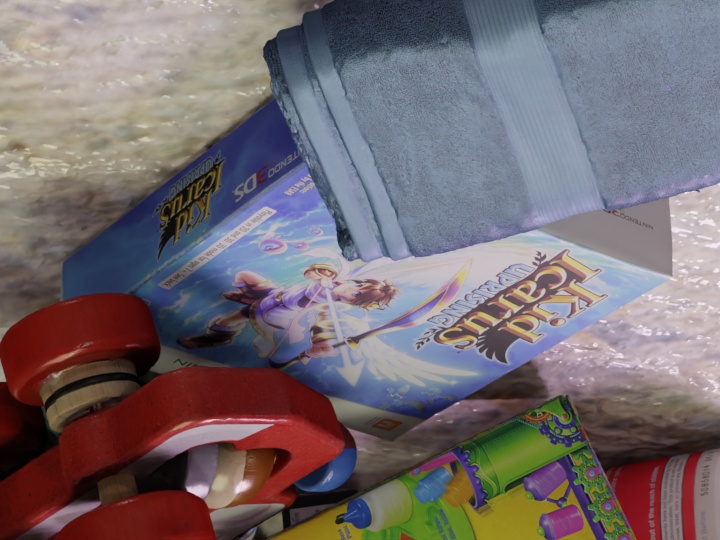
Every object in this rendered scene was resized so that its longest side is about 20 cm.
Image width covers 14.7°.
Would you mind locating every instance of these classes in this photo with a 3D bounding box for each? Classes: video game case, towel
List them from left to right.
[{"bbox_3d":[0.000,0.000,1.174,0.180,0.046,0.200,17,147,-32],"label":"video game case"},{"bbox_3d":[0.072,-0.071,1.009,0.199,0.049,0.112,-13,129,11],"label":"towel"}]

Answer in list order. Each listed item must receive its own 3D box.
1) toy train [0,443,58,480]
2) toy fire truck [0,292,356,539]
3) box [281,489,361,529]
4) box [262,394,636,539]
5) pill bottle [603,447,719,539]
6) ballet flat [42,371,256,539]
[{"bbox_3d":[-0.208,0.128,1.378,0.199,0.086,0.114,-13,159,23],"label":"toy train"},{"bbox_3d":[-0.092,0.090,1.189,0.167,0.113,0.200,2,152,-46],"label":"toy fire truck"},{"bbox_3d":[-0.004,0.235,1.446,0.049,0.201,0.161,-8,156,3],"label":"box"},{"bbox_3d":[0.050,0.188,1.278,0.192,0.201,0.122,-25,176,-1],"label":"box"},{"bbox_3d":[0.115,0.158,1.405,0.199,0.113,0.112,-11,151,20],"label":"pill bottle"},{"bbox_3d":[-0.081,0.083,1.305,0.074,0.075,0.200,-14,151,23],"label":"ballet flat"}]
